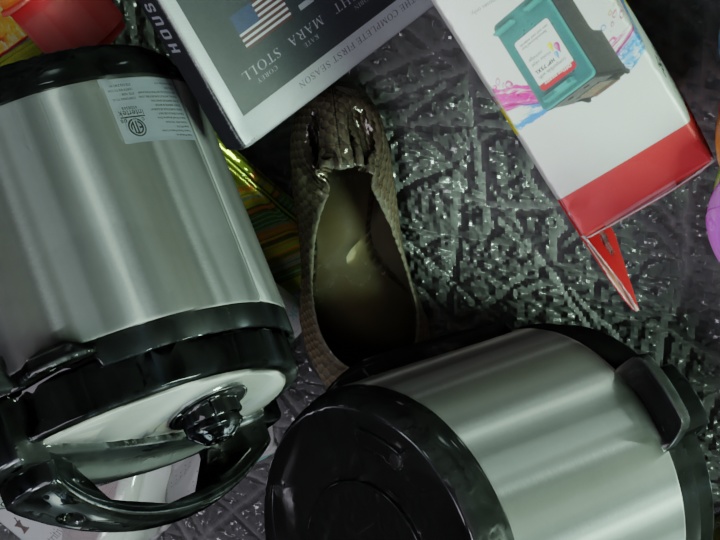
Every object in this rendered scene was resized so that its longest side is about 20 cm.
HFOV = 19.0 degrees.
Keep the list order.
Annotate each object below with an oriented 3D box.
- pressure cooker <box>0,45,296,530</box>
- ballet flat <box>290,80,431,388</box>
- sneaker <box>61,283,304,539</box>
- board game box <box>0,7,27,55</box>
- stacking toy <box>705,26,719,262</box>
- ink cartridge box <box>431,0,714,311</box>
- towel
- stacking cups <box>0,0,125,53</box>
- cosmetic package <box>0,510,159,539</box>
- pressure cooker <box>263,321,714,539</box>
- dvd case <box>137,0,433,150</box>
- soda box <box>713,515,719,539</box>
[{"bbox_3d":[-0.125,0.021,0.969,0.179,0.175,0.201,111,137,-73],"label":"pressure cooker"},{"bbox_3d":[0.000,0.000,1.090,0.067,0.046,0.201,-10,121,-4],"label":"ballet flat"},{"bbox_3d":[-0.089,0.094,1.136,0.088,0.075,0.201,21,104,-26],"label":"sneaker"},{"bbox_3d":[-0.168,-0.202,1.030,0.200,0.046,0.152,-28,108,38],"label":"board game box"},{"bbox_3d":[0.185,-0.027,0.885,0.109,0.200,0.116,-9,120,31],"label":"stacking toy"},{"bbox_3d":[0.089,-0.093,0.925,0.067,0.116,0.200,-31,106,11],"label":"ink cartridge box"},{"bbox_3d":[-0.103,-0.048,1.100,0.086,0.018,0.200,-26,125,36],"label":"towel"},{"bbox_3d":[-0.187,-0.174,0.976,0.060,0.061,0.200,-27,108,38],"label":"stacking cups"},{"bbox_3d":[-0.186,0.080,1.229,0.200,0.081,0.113,38,132,-3],"label":"cosmetic package"},{"bbox_3d":[0.074,0.120,1.059,0.176,0.200,0.179,13,113,48],"label":"pressure cooker"},{"bbox_3d":[-0.049,-0.177,0.938,0.025,0.150,0.200,7,132,60],"label":"dvd case"},{"bbox_3d":[0.163,0.214,1.069,0.064,0.200,0.068,41,131,-6],"label":"soda box"}]
